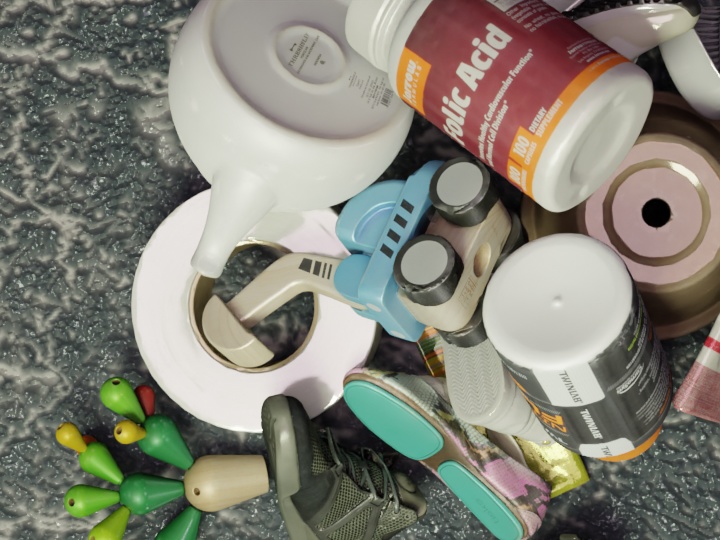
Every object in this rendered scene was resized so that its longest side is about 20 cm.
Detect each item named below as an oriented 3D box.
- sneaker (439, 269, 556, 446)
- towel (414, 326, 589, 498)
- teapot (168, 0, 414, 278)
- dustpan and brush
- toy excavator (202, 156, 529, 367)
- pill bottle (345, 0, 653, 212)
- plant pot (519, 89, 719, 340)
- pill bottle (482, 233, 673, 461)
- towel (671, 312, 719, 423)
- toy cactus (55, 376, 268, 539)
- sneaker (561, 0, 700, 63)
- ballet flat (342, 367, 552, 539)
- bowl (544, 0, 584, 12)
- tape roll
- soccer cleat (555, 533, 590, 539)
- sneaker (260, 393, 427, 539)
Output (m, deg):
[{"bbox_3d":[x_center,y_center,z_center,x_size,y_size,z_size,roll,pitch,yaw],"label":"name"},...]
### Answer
[{"bbox_3d":[0.116,0.042,1.261,0.073,0.115,0.201,-24,56,35],"label":"sneaker"},{"bbox_3d":[0.107,0.096,1.297,0.086,0.018,0.201,-25,89,7],"label":"towel"},{"bbox_3d":[-0.061,-0.119,1.203,0.199,0.146,0.198,-14,65,-32],"label":"teapot"},{"bbox_3d":[0.268,-0.139,1.173,0.057,0.139,0.201,-22,51,37],"label":"dustpan and brush"},{"bbox_3d":[0.000,0.000,1.202,0.199,0.100,0.195,16,72,32],"label":"toy excavator"},{"bbox_3d":[0.092,-0.141,1.103,0.200,0.114,0.114,39,95,24],"label":"pill bottle"},{"bbox_3d":[0.217,-0.040,1.204,0.199,0.175,0.202,0,92,7],"label":"plant pot"},{"bbox_3d":[0.163,0.066,1.137,0.106,0.200,0.107,-11,57,17],"label":"pill bottle"},{"bbox_3d":[0.308,0.023,1.215,0.023,0.144,0.201,27,94,33],"label":"towel"},{"bbox_3d":[-0.159,0.182,1.305,0.164,0.102,0.201,-8,88,-12],"label":"toy cactus"},{"bbox_3d":[0.164,-0.144,1.173,0.199,0.070,0.094,-12,103,33],"label":"sneaker"},{"bbox_3d":[0.072,0.130,1.262,0.200,0.069,0.071,41,55,-8],"label":"ballet flat"},{"bbox_3d":[0.106,-0.280,1.262,0.200,0.075,0.200,-37,87,5],"label":"bowl"},{"bbox_3d":[-0.080,0.027,1.291,0.201,0.071,0.204,0,91,7],"label":"tape roll"},{"bbox_3d":[0.114,0.268,1.276,0.199,0.086,0.070,-17,46,24],"label":"soccer cleat"},{"bbox_3d":[-0.014,0.154,1.245,0.114,0.200,0.076,-16,45,-1],"label":"sneaker"}]
